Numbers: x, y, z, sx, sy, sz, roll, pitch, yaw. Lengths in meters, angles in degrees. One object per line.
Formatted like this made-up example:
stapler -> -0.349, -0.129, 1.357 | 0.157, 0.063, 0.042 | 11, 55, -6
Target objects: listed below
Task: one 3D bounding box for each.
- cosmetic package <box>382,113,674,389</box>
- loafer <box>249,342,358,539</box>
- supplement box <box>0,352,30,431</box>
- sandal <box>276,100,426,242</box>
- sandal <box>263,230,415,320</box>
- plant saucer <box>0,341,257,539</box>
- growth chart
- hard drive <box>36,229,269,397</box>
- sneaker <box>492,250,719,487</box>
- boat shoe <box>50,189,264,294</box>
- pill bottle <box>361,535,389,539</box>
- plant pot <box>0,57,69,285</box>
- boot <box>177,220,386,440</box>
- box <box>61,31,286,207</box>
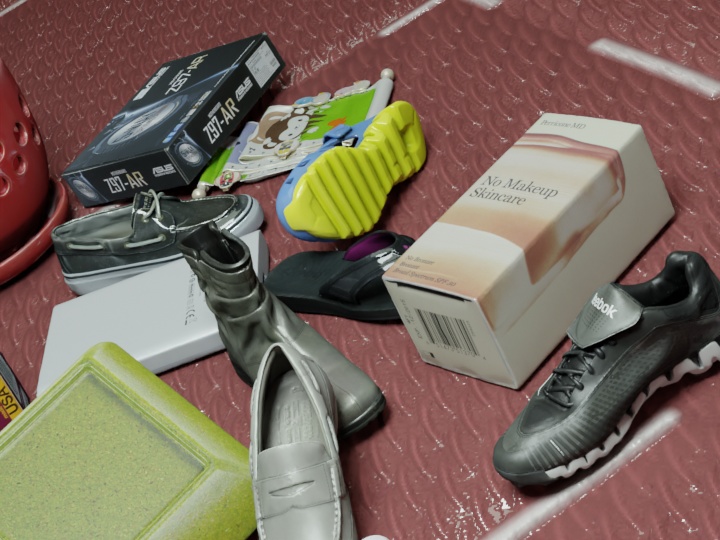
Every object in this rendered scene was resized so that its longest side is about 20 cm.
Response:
cosmetic package -> 0.124, -0.019, 1.157 | 0.103, 0.088, 0.200 | 11, 48, 47
loafer -> -0.043, 0.138, 1.038 | 0.069, 0.070, 0.201 | -19, 49, 11
supplement box -> -0.365, 0.138, 1.269 | 0.199, 0.086, 0.110 | -32, 18, -7
sandal -> -0.019, -0.077, 1.351 | 0.087, 0.080, 0.200 | -10, 17, 32
sandal -> -0.001, 0.001, 1.257 | 0.199, 0.048, 0.075 | -2, 39, 36
plant saucer -> -0.186, 0.152, 1.089 | 0.200, 0.048, 0.200 | 34, 67, 29
growth chart -> -0.062, -0.132, 1.528 | 0.199, 0.018, 0.145 | -17, 32, 14
hard drive -> -0.172, 0.041, 1.346 | 0.199, 0.027, 0.132 | -20, 32, 10
sneaker -> 0.157, 0.055, 1.021 | 0.199, 0.091, 0.066 | -35, 31, -13
boat shoe -> -0.186, -0.035, 1.424 | 0.199, 0.071, 0.072 | -18, 32, 12
pill bottle -> -0.050, 0.239, 0.881 | 0.199, 0.117, 0.117 | -26, 31, 0
plant pot -> -0.392, -0.089, 1.546 | 0.199, 0.183, 0.201 | -20, 33, 14
boot -> -0.069, 0.041, 1.169 | 0.068, 0.131, 0.200 | -37, 33, -18
box -> -0.185, -0.151, 1.601 | 0.160, 0.044, 0.200 | -8, 35, 41
